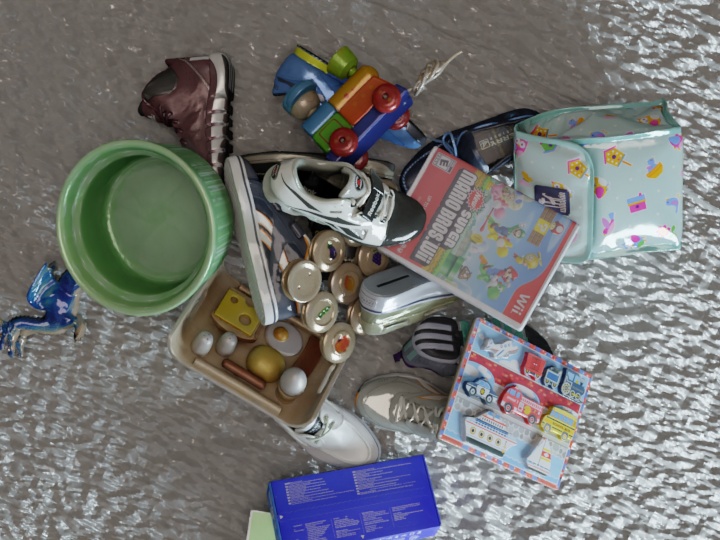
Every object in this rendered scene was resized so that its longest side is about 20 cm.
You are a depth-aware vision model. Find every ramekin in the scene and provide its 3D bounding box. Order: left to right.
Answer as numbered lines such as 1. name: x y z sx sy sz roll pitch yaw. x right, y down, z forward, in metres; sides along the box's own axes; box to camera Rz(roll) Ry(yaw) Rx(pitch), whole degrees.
1. ramekin: -0.244 -0.055 1.513 0.198 0.098 0.202 3 100 15

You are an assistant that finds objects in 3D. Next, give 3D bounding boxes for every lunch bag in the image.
1. lunch bag: 0.280 -0.105 1.558 0.198 0.122 0.172 -7 120 0

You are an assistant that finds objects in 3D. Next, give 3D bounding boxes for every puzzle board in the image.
1. puzzle board: 0.192 0.163 1.571 0.199 0.017 0.152 26 75 -29

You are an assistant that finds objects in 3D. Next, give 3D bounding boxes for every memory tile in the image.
1. memory tile: 0.000 0.000 1.554 0.200 0.017 0.154 -45 123 -25

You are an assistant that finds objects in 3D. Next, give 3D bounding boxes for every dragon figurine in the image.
1. dragon figurine: -0.371 0.024 1.583 0.099 0.059 0.202 22 91 -4

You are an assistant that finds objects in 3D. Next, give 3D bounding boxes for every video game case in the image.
1. video game case: 0.137 -0.039 1.533 0.199 0.017 0.144 30 85 13

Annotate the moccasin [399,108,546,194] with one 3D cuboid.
1. moccasin: 0.136 -0.150 1.594 0.199 0.068 0.081 -32 94 -1

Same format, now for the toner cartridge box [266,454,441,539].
1. toner cartridge box: -0.009 0.291 1.586 0.198 0.043 0.096 -8 63 -12

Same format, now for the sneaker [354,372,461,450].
1. sneaker: 0.091 0.177 1.596 0.198 0.092 0.077 13 91 -3

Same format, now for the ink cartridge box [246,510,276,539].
1. ink cartridge box: -0.048 0.377 1.621 0.198 0.048 0.147 8 92 -2

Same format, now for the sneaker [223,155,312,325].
1. sneaker: -0.106 -0.042 1.539 0.079 0.078 0.202 -15 94 -15

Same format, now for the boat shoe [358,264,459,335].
1. boat shoe: 0.075 0.024 1.579 0.199 0.072 0.063 -14 131 -34

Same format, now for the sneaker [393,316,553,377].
1. sneaker: 0.142 0.102 1.618 0.198 0.087 0.075 13 63 -23

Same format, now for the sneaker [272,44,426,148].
1. sneaker: -0.015 -0.193 1.590 0.199 0.066 0.079 32 96 -2

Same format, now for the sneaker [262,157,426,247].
1. sneaker: -0.007 -0.080 1.479 0.198 0.088 0.075 14 74 -20

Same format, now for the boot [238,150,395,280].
1. boot: -0.062 -0.066 1.587 0.201 0.073 0.156 3 94 -4

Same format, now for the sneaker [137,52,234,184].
1. sneaker: -0.216 -0.165 1.583 0.114 0.076 0.202 2 83 4

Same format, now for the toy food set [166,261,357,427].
1. toy food set: -0.116 0.082 1.559 0.199 0.061 0.144 31 51 -4

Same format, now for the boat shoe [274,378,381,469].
1. boat shoe: -0.062 0.189 1.601 0.199 0.067 0.074 32 91 -4

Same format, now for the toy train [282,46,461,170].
1. toy train: 0.010 -0.220 1.521 0.200 0.085 0.116 -45 75 0
